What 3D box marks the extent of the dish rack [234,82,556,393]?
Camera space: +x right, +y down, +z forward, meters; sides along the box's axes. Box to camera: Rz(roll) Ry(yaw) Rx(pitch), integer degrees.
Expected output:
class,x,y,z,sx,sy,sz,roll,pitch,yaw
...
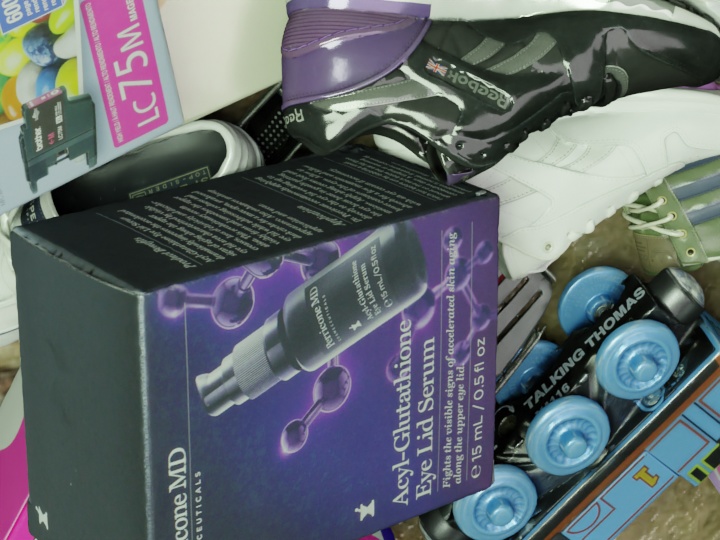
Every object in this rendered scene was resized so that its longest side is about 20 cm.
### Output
class,x,y,z,sx,sy,sz,roll,pitch,yaw
dish rack,0.000,0.000,1.044,0.200,0.055,0.154,43,89,-13

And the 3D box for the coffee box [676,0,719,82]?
class,x,y,z,sx,sy,sz,roll,pitch,yaw
coffee box,0.244,-0.172,1.017,0.199,0.198,0.201,33,91,-25

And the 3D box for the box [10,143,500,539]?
class,x,y,z,sx,sy,sz,roll,pitch,yaw
box,-0.043,0.042,0.913,0.199,0.104,0.149,-18,117,-36

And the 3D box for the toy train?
class,x,y,z,sx,sy,sz,roll,pitch,yaw
toy train,0.122,0.088,1.103,0.114,0.087,0.200,37,103,-30

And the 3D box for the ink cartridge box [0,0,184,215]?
class,x,y,z,sx,sy,sz,roll,pitch,yaw
ink cartridge box,-0.172,-0.070,0.834,0.199,0.042,0.120,-27,136,-18

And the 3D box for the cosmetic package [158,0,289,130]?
class,x,y,z,sx,sy,sz,roll,pitch,yaw
cosmetic package,-0.049,-0.134,0.974,0.199,0.105,0.072,-26,111,-13

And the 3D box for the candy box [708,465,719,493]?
class,x,y,z,sx,sy,sz,roll,pitch,yaw
candy box,0.312,0.109,1.143,0.199,0.168,0.072,-24,148,-11

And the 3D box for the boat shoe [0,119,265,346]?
class,x,y,z,sx,sy,sz,roll,pitch,yaw
boat shoe,-0.142,-0.023,0.968,0.199,0.065,0.074,-28,75,3

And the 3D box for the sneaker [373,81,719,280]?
class,x,y,z,sx,sy,sz,roll,pitch,yaw
sneaker,0.102,-0.050,1.008,0.198,0.075,0.101,-5,101,-8

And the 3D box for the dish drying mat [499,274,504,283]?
class,x,y,z,sx,sy,sz,roll,pitch,yaw
dish drying mat,0.026,0.017,1.095,0.077,0.018,0.200,42,88,-25

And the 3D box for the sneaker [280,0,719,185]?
class,x,y,z,sx,sy,sz,roll,pitch,yaw
sneaker,0.062,-0.078,0.915,0.198,0.076,0.089,4,84,-4

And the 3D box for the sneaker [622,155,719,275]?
class,x,y,z,sx,sy,sz,roll,pitch,yaw
sneaker,0.169,-0.040,1.100,0.199,0.067,0.090,25,92,-28

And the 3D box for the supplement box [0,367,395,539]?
class,x,y,z,sx,sy,sz,roll,pitch,yaw
supplement box,-0.092,0.133,1.031,0.199,0.101,0.104,23,111,-24
